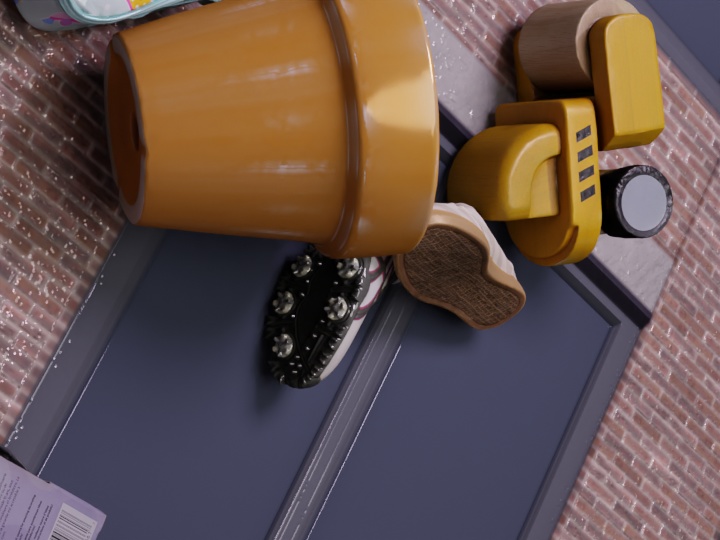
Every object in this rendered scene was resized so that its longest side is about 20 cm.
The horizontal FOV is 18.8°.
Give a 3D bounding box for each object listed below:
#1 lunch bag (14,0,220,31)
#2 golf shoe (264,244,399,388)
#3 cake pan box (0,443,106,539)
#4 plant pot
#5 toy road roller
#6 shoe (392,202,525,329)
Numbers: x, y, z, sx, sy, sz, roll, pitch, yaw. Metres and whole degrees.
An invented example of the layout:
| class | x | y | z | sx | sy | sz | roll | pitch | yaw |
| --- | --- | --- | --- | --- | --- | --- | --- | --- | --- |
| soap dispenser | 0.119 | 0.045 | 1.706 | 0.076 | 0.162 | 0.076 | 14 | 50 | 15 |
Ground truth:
| class | x | y | z | sx | sy | sz | roll | pitch | yaw |
| --- | --- | --- | --- | --- | --- | --- | --- | --- | --- |
| lunch bag | -0.146 | -0.242 | 1.419 | 0.200 | 0.077 | 0.161 | -24 | 100 | -38 |
| golf shoe | 0.000 | 0.000 | 1.559 | 0.088 | 0.077 | 0.200 | 38 | 67 | -45 |
| cake pan box | -0.267 | 0.193 | 1.335 | 0.184 | 0.052 | 0.200 | 35 | 67 | -38 |
| plant pot | -0.066 | -0.101 | 1.423 | 0.183 | 0.200 | 0.200 | -6 | 95 | -16 |
| toy road roller | 0.143 | -0.104 | 1.657 | 0.146 | 0.123 | 0.200 | -7 | 95 | -30 |
| shoe | 0.065 | -0.011 | 1.584 | 0.053 | 0.070 | 0.200 | 65 | 10 | 26 |
